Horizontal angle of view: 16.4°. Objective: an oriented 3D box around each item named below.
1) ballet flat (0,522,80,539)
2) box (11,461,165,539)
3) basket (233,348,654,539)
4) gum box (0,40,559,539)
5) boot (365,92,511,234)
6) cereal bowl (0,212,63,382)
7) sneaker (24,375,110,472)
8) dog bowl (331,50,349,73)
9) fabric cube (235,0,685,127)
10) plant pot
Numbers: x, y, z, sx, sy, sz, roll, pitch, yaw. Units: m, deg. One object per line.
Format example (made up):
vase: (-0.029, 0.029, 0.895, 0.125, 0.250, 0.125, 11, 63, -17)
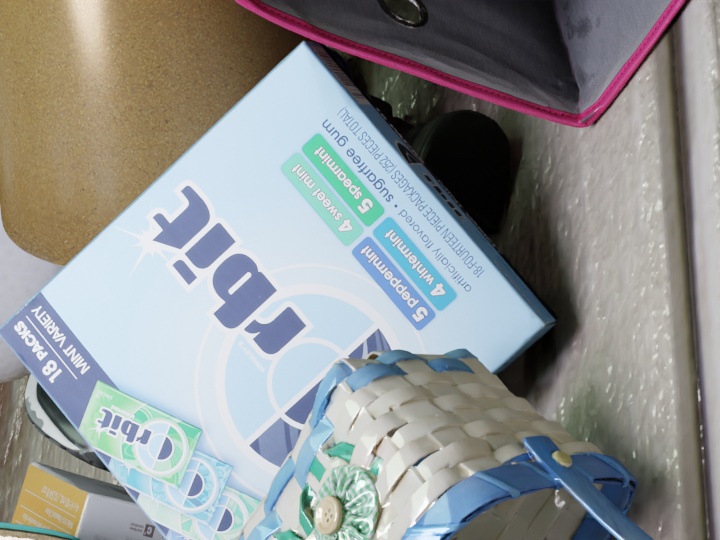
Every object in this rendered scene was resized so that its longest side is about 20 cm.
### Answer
ballet flat: (-0.140, 0.173, 1.302, 0.071, 0.199, 0.066, 82, -167, -57)
box: (-0.158, 0.224, 1.415, 0.124, 0.097, 0.201, 8, 81, 66)
basket: (0.043, 0.143, 1.001, 0.200, 0.139, 0.177, 43, 118, 27)
gum box: (-0.039, 0.025, 1.141, 0.200, 0.170, 0.045, -42, -7, 11)
boot: (0.000, 0.000, 1.277, 0.201, 0.069, 0.174, -65, 22, -10)
cereal bowl: (-0.182, -0.029, 1.417, 0.200, 0.083, 0.201, -167, 90, -75)
sneaker: (-0.168, 0.052, 1.599, 0.088, 0.075, 0.200, -58, 26, 16)
dog bowl: (-0.083, -0.048, 1.450, 0.200, 0.078, 0.201, -46, 34, 45)
fabric cube: (0.058, -0.223, 1.136, 0.200, 0.195, 0.200, -54, 29, 36)
plant pot: (-0.108, -0.132, 1.223, 0.187, 0.185, 0.201, -122, 18, -61)
